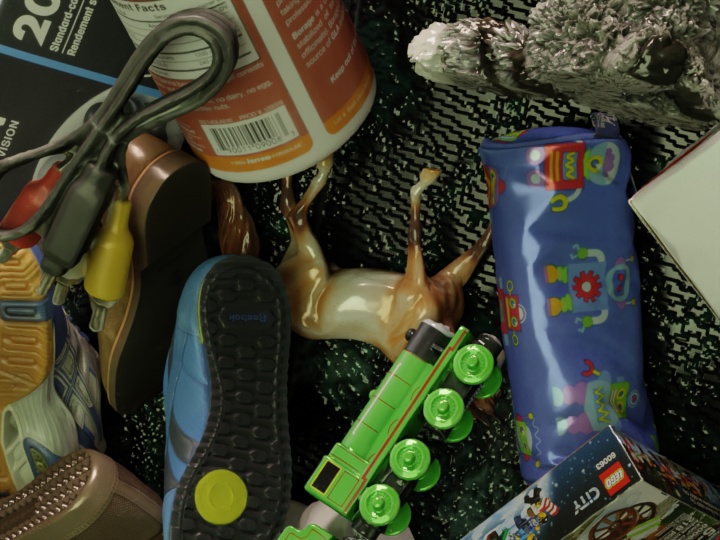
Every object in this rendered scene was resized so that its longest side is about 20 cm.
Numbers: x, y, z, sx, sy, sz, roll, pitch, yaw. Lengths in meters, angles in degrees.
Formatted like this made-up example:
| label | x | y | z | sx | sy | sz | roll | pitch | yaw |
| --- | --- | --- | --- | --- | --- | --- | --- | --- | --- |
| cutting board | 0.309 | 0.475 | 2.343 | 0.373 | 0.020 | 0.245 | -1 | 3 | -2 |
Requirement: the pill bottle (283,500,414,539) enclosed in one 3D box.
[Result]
| label | x | y | z | sx | sy | sz | roll | pitch | yaw |
| --- | --- | --- | --- | --- | --- | --- | --- | --- | --- |
| pill bottle | -0.068 | 0.199 | 1.144 | 0.199 | 0.114 | 0.115 | -21 | 90 | 23 |

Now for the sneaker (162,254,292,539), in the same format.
| label | x | y | z | sx | sy | sz | roll | pitch | yaw |
| --- | --- | --- | --- | --- | --- | --- | --- | --- | --- |
| sneaker | -0.079 | 0.091 | 1.100 | 0.066 | 0.078 | 0.201 | 8 | 79 | -20 |

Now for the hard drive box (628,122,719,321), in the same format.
| label | x | y | z | sx | sy | sz | roll | pitch | yaw |
| --- | --- | --- | --- | --- | --- | --- | --- | --- | --- |
| hard drive box | 0.242 | -0.075 | 0.956 | 0.200 | 0.156 | 0.077 | -39 | 88 | 21 |

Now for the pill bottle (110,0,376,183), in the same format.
| label | x | y | z | sx | sy | sz | roll | pitch | yaw |
| --- | --- | --- | --- | --- | --- | --- | --- | --- | --- |
| pill bottle | -0.075 | -0.154 | 1.049 | 0.112 | 0.112 | 0.200 | -9 | 129 | 22 |

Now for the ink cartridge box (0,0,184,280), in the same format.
| label | x | y | z | sx | sy | sz | roll | pitch | yaw |
| --- | --- | --- | --- | --- | --- | --- | --- | --- | --- |
| ink cartridge box | -0.188 | -0.101 | 1.113 | 0.043 | 0.199 | 0.199 | 48 | 118 | 51 |

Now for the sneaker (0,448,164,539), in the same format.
| label | x | y | z | sx | sy | sz | roll | pitch | yaw |
| --- | --- | --- | --- | --- | --- | --- | --- | --- | --- |
| sneaker | -0.187 | 0.166 | 1.133 | 0.075 | 0.071 | 0.200 | 38 | 138 | -27 |

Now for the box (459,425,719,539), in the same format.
| label | x | y | z | sx | sy | sz | roll | pitch | yaw |
| --- | --- | --- | --- | --- | --- | --- | --- | --- | --- |
| box | 0.096 | 0.172 | 1.053 | 0.200 | 0.136 | 0.038 | -40 | 53 | 17 |

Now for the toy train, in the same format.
| label | x | y | z | sx | sy | sz | roll | pitch | yaw |
| --- | --- | --- | --- | --- | --- | --- | --- | --- | --- |
| toy train | 0.006 | 0.111 | 1.055 | 0.056 | 0.042 | 0.200 | 31 | 81 | 21 |

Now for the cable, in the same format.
| label | x | y | z | sx | sy | sz | roll | pitch | yaw |
| --- | --- | --- | --- | --- | --- | --- | --- | --- | --- |
| cable | -0.136 | -0.065 | 1.037 | 0.097 | 0.050 | 0.200 | 33 | 111 | 3 |

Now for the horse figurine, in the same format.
| label | x | y | z | sx | sy | sz | roll | pitch | yaw |
| --- | --- | --- | --- | --- | --- | --- | --- | --- | --- |
| horse figurine | 0.000 | 0.000 | 1.122 | 0.199 | 0.050 | 0.133 | 13 | 100 | 17 |

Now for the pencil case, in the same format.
| label | x | y | z | sx | sy | sz | roll | pitch | yaw |
| --- | --- | --- | --- | --- | --- | --- | --- | --- | --- |
| pencil case | 0.116 | 0.017 | 1.065 | 0.087 | 0.078 | 0.201 | -8 | 95 | -17 |

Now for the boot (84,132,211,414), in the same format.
| label | x | y | z | sx | sy | sz | roll | pitch | yaw |
| --- | --- | --- | --- | --- | --- | --- | --- | --- | --- |
| boot | -0.133 | -0.002 | 1.143 | 0.075 | 0.074 | 0.200 | 33 | 136 | 24 |

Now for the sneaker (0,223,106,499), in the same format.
| label | x | y | z | sx | sy | sz | roll | pitch | yaw |
| --- | --- | --- | --- | --- | --- | --- | --- | --- | --- |
| sneaker | -0.195 | 0.051 | 1.164 | 0.075 | 0.088 | 0.201 | 8 | 122 | 16 |

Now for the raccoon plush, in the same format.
| label | x | y | z | sx | sy | sz | roll | pitch | yaw |
| --- | --- | --- | --- | --- | --- | --- | --- | --- | --- |
| raccoon plush | 0.120 | -0.151 | 0.961 | 0.199 | 0.097 | 0.134 | 13 | 84 | 22 |
